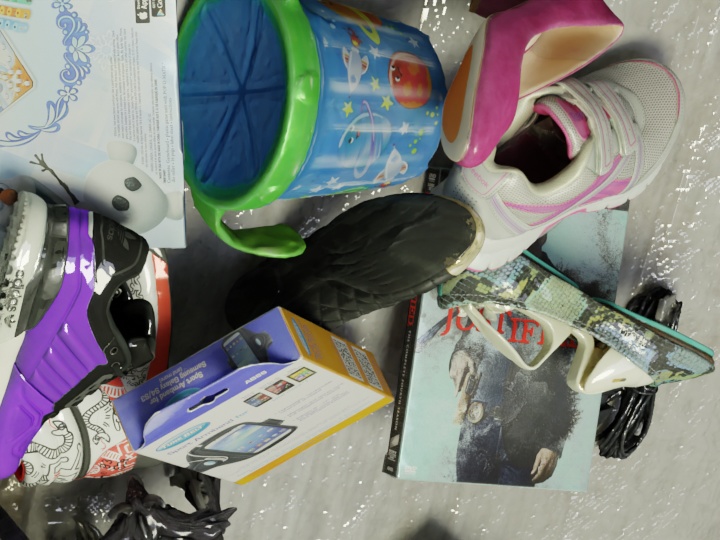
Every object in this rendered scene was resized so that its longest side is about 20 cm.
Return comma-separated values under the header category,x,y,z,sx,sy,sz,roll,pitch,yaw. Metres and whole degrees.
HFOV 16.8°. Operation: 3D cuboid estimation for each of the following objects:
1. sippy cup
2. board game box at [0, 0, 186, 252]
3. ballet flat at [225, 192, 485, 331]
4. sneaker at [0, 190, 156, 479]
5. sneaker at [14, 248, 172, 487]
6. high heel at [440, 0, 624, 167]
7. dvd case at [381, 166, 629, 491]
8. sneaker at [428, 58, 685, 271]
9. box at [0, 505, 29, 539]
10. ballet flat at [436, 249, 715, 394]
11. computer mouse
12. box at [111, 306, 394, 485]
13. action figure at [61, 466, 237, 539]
category,x,y,z,sx,sy,sz,roll,pitch,yaw
sippy cup,-0.025,-0.100,1.421,0.130,0.140,0.178,2,155,-36
board game box,-0.199,-0.104,1.357,0.198,0.043,0.201,-2,122,-3
ballet flat,0.000,0.000,1.488,0.199,0.067,0.057,-21,154,38
sneaker,-0.169,0.050,1.397,0.099,0.070,0.201,9,128,-14
sneaker,-0.174,0.045,1.476,0.107,0.067,0.202,-11,126,-20
high heel,0.103,-0.111,1.414,0.095,0.200,0.068,23,123,-6
dvd case,0.096,0.040,1.573,0.145,0.022,0.201,7,94,-25
sneaker,0.131,-0.077,1.486,0.200,0.081,0.088,-35,166,-29
box,-0.189,0.206,1.486,0.036,0.200,0.143,-40,128,-12
ballet flat,0.132,0.040,1.541,0.199,0.074,0.074,28,107,-15
computer mouse,0.126,0.080,1.636,0.199,0.053,0.139,0,120,-23
box,-0.066,0.077,1.475,0.119,0.042,0.200,-29,159,11
action figure,-0.133,0.182,1.559,0.118,0.102,0.201,-21,141,-8
